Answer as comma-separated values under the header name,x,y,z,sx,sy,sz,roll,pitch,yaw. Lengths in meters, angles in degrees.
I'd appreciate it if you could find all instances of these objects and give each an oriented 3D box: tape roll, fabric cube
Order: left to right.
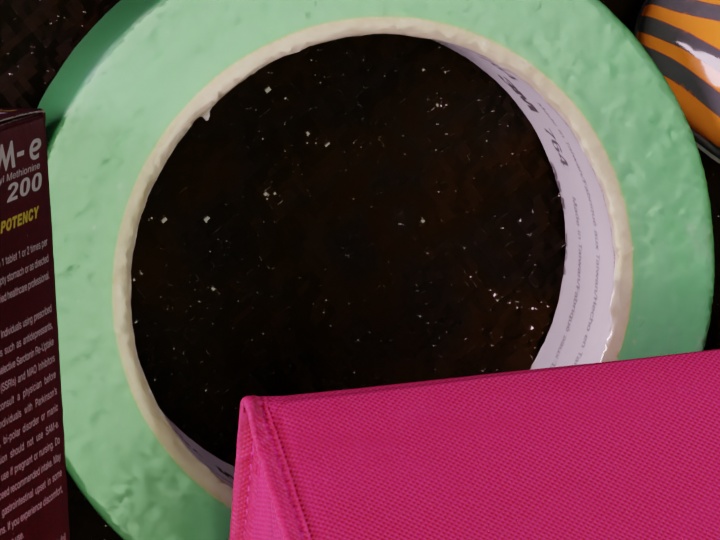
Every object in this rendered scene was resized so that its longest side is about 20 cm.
name,x,y,z,sx,sy,sz,roll,pitch,yaw
tape roll,0.000,0.000,0.724,0.200,0.048,0.201,-2,100,-13
fabric cube,0.079,0.152,0.657,0.199,0.196,0.200,-5,133,-14

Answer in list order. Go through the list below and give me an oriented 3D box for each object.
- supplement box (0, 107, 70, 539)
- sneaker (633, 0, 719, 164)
name,x,y,z,sx,sy,sz,roll,pitch,yaw
supplement box,-0.136,0.058,0.672,0.109,0.061,0.201,2,102,17
sneaker,0.166,-0.046,0.691,0.200,0.112,0.078,19,90,14
